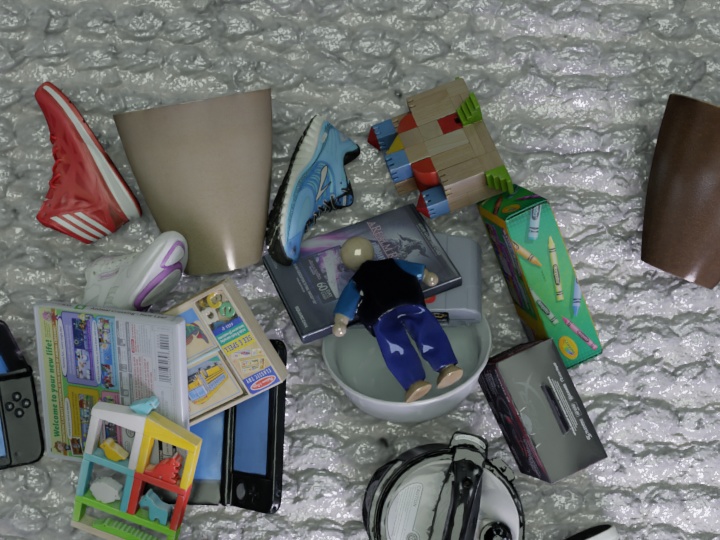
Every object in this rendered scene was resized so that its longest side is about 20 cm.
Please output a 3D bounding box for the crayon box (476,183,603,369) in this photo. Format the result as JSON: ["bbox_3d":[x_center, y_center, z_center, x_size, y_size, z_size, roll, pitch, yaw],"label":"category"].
[{"bbox_3d":[0.210,0.006,1.404,0.058,0.119,0.200,-24,106,-5],"label":"crayon box"}]

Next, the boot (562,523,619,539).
[{"bbox_3d":[0.237,0.405,1.422,0.200,0.072,0.145,-18,87,-8],"label":"boot"}]

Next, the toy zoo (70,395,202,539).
[{"bbox_3d":[-0.259,0.234,1.377,0.131,0.020,0.200,19,114,6],"label":"toy zoo"}]

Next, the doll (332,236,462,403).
[{"bbox_3d":[0.031,0.046,1.323,0.136,0.048,0.200,-23,69,-13],"label":"doll"}]

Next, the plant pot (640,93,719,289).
[{"bbox_3d":[0.423,-0.086,1.439,0.187,0.187,0.200,21,98,-1],"label":"plant pot"}]

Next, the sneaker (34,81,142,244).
[{"bbox_3d":[-0.362,-0.122,1.436,0.115,0.078,0.200,-34,86,-7],"label":"sneaker"}]

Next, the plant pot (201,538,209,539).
[{"bbox_3d":[-0.177,0.441,1.345,0.200,0.200,0.184,-45,99,-6],"label":"plant pot"}]

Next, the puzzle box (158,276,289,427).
[{"bbox_3d":[-0.196,0.107,1.362,0.200,0.025,0.133,-28,100,23],"label":"puzzle box"}]

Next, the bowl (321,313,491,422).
[{"bbox_3d":[0.056,0.113,1.409,0.201,0.090,0.201,-3,40,3],"label":"bowl"}]

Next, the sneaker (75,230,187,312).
[{"bbox_3d":[-0.276,0.010,1.389,0.100,0.075,0.200,52,125,11],"label":"sneaker"}]

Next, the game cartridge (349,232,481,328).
[{"bbox_3d":[0.045,0.010,1.426,0.200,0.041,0.133,-1,43,6],"label":"game cartridge"}]

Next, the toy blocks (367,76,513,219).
[{"bbox_3d":[0.088,-0.142,1.435,0.136,0.100,0.200,-21,55,1],"label":"toy blocks"}]

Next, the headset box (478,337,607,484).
[{"bbox_3d":[0.205,0.161,1.377,0.075,0.200,0.149,-24,85,-5],"label":"headset box"}]

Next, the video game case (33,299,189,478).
[{"bbox_3d":[-0.285,0.137,1.375,0.182,0.022,0.200,6,112,14],"label":"video game case"}]

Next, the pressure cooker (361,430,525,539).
[{"bbox_3d":[0.099,0.284,1.359,0.178,0.200,0.176,-29,87,-5],"label":"pressure cooker"}]

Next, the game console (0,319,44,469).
[{"bbox_3d":[-0.487,0.158,1.380,0.200,0.119,0.173,-10,85,-4],"label":"game console"}]

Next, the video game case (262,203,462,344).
[{"bbox_3d":[0.000,0.000,1.405,0.200,0.019,0.143,-21,47,-10],"label":"video game case"}]

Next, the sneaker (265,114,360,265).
[{"bbox_3d":[-0.051,-0.092,1.432,0.090,0.078,0.200,24,65,-9],"label":"sneaker"}]

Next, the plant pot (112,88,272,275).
[{"bbox_3d":[-0.181,-0.101,1.405,0.187,0.187,0.200,-10,98,-4],"label":"plant pot"}]

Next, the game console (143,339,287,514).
[{"bbox_3d":[-0.176,0.180,1.400,0.116,0.176,0.200,5,84,-31],"label":"game console"}]
